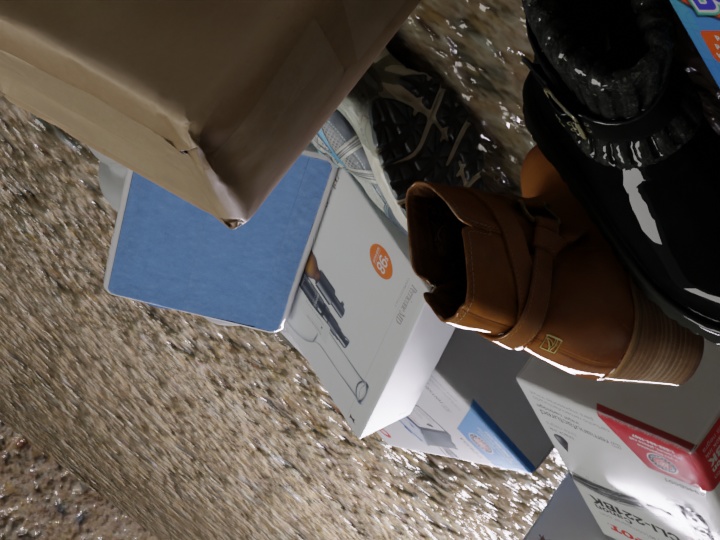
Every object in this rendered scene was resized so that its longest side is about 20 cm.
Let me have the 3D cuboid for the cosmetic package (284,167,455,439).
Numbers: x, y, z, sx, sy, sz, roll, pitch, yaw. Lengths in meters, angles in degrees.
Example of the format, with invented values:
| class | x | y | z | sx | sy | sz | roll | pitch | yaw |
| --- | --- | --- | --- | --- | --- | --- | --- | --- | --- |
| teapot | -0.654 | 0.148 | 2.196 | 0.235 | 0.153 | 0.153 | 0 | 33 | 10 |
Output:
| class | x | y | z | sx | sy | sz | roll | pitch | yaw |
| --- | --- | --- | --- | --- | --- | --- | --- | --- | --- |
| cosmetic package | 0.000 | 0.000 | 1.394 | 0.151 | 0.052 | 0.200 | 54 | 151 | 20 |

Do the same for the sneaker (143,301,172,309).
| class | x | y | z | sx | sy | sz | roll | pitch | yaw |
| --- | --- | --- | --- | --- | --- | --- | --- | --- | --- |
| sneaker | -0.091 | -0.036 | 1.439 | 0.078 | 0.066 | 0.200 | 16 | 142 | -27 |

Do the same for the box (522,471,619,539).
| class | x | y | z | sx | sy | sz | roll | pitch | yaw |
| --- | --- | --- | --- | --- | --- | --- | --- | --- | --- |
| box | 0.187 | 0.213 | 1.581 | 0.097 | 0.125 | 0.200 | 33 | 162 | 14 |

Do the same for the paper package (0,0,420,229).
| class | x | y | z | sx | sy | sz | roll | pitch | yaw |
| --- | --- | --- | --- | --- | --- | --- | --- | --- | --- |
| paper package | -0.087 | -0.154 | 1.110 | 0.190 | 0.200 | 0.104 | 29 | 160 | 26 |

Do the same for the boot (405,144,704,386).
| class | x | y | z | sx | sy | sz | roll | pitch | yaw |
| --- | --- | --- | --- | --- | --- | --- | --- | --- | --- |
| boot | 0.085 | -0.019 | 1.120 | 0.155 | 0.201 | 0.077 | 14 | 129 | -29 |

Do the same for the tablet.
| class | x | y | z | sx | sy | sz | roll | pitch | yaw |
| --- | --- | --- | --- | --- | --- | --- | --- | --- | --- |
| tablet | -0.095 | -0.030 | 1.374 | 0.129 | 0.014 | 0.200 | 13 | 142 | -6 |

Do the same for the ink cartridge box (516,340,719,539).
| class | x | y | z | sx | sy | sz | roll | pitch | yaw |
| --- | --- | --- | --- | --- | --- | --- | --- | --- | --- |
| ink cartridge box | 0.208 | 0.119 | 1.382 | 0.144 | 0.084 | 0.200 | 22 | 156 | 39 |

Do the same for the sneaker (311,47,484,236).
| class | x | y | z | sx | sy | sz | roll | pitch | yaw |
| --- | --- | --- | --- | --- | --- | --- | --- | --- | --- |
| sneaker | 0.000 | -0.098 | 1.278 | 0.200 | 0.078 | 0.086 | 55 | 151 | -16 |

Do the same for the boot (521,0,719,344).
| class | x | y | z | sx | sy | sz | roll | pitch | yaw |
| --- | --- | --- | --- | --- | --- | --- | --- | --- | --- |
| boot | 0.148 | -0.066 | 1.019 | 0.211 | 0.079 | 0.158 | 46 | 165 | 20 |

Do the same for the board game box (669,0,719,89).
| class | x | y | z | sx | sy | sz | roll | pitch | yaw |
| --- | --- | --- | --- | --- | --- | --- | --- | --- | --- |
| board game box | 0.215 | -0.100 | 0.913 | 0.152 | 0.045 | 0.200 | 17 | 151 | 49 |

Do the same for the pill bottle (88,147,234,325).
| class | x | y | z | sx | sy | sz | roll | pitch | yaw |
| --- | --- | --- | --- | --- | --- | --- | --- | --- | --- |
| pill bottle | -0.123 | -0.060 | 1.542 | 0.111 | 0.111 | 0.200 | 19 | 154 | 45 |

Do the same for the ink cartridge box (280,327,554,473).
| class | x | y | z | sx | sy | sz | roll | pitch | yaw |
| --- | --- | --- | --- | --- | --- | --- | --- | --- | --- |
| ink cartridge box | 0.052 | 0.066 | 1.552 | 0.146 | 0.086 | 0.200 | 47 | 158 | -23 |
